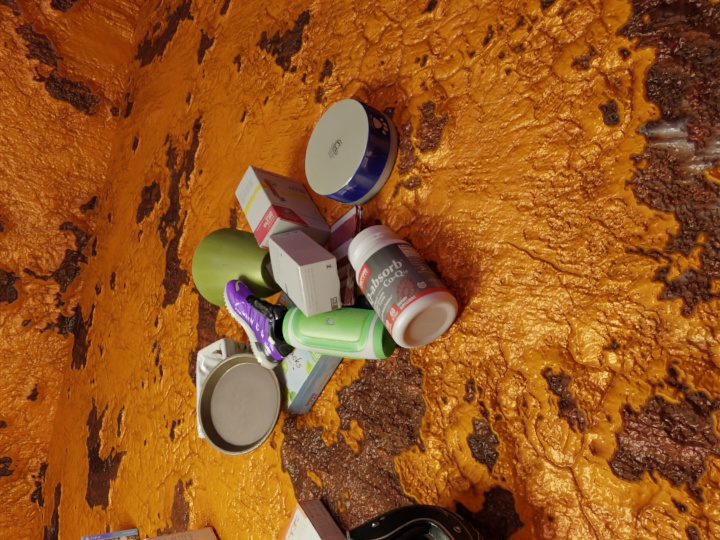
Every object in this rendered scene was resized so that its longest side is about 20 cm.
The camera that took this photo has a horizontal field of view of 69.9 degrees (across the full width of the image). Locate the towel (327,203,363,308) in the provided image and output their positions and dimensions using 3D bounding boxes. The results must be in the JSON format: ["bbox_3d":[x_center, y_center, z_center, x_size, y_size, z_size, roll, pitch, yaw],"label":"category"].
[{"bbox_3d":[-0.038,-0.016,1.011,0.144,0.023,0.200,152,127,-63],"label":"towel"}]

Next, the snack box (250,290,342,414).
[{"bbox_3d":[-0.137,0.167,1.077,0.169,0.068,0.200,-58,47,20],"label":"snack box"}]

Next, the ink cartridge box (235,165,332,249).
[{"bbox_3d":[-0.172,-0.129,1.129,0.083,0.145,0.200,-54,47,25],"label":"ink cartridge box"}]

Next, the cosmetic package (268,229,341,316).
[{"bbox_3d":[-0.108,-0.001,0.967,0.200,0.074,0.102,-143,43,-61],"label":"cosmetic package"}]

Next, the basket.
[{"bbox_3d":[-0.287,0.269,1.176,0.135,0.123,0.200,-28,61,40],"label":"basket"}]

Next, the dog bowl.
[{"bbox_3d":[-0.023,-0.237,1.042,0.200,0.079,0.200,-14,71,45],"label":"dog bowl"}]

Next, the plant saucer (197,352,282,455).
[{"bbox_3d":[-0.242,0.269,1.048,0.200,0.029,0.200,-7,71,21],"label":"plant saucer"}]

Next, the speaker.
[{"bbox_3d":[-0.038,0.108,0.926,0.200,0.088,0.089,3,82,27],"label":"speaker"}]

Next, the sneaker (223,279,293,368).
[{"bbox_3d":[-0.193,0.088,1.040,0.099,0.070,0.200,-39,77,22],"label":"sneaker"}]

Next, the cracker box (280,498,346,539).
[{"bbox_3d":[-0.069,0.534,0.917,0.200,0.058,0.134,38,109,47],"label":"cracker box"}]

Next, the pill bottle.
[{"bbox_3d":[0.062,0.021,0.856,0.116,0.116,0.200,-56,46,23],"label":"pill bottle"}]

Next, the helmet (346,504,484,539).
[{"bbox_3d":[0.083,0.408,0.682,0.200,0.190,0.200,174,90,-84],"label":"helmet"}]

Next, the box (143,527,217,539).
[{"bbox_3d":[-0.401,0.732,1.151,0.199,0.171,0.200,31,104,47],"label":"box"}]

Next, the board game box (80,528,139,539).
[{"bbox_3d":[-0.716,0.869,1.475,0.097,0.159,0.200,-57,46,20],"label":"board game box"}]

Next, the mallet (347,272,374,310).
[{"bbox_3d":[0.000,0.000,0.993,0.066,0.041,0.200,-28,57,42],"label":"mallet"}]

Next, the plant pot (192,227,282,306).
[{"bbox_3d":[-0.244,-0.007,1.156,0.200,0.187,0.187,1,81,45],"label":"plant pot"}]
